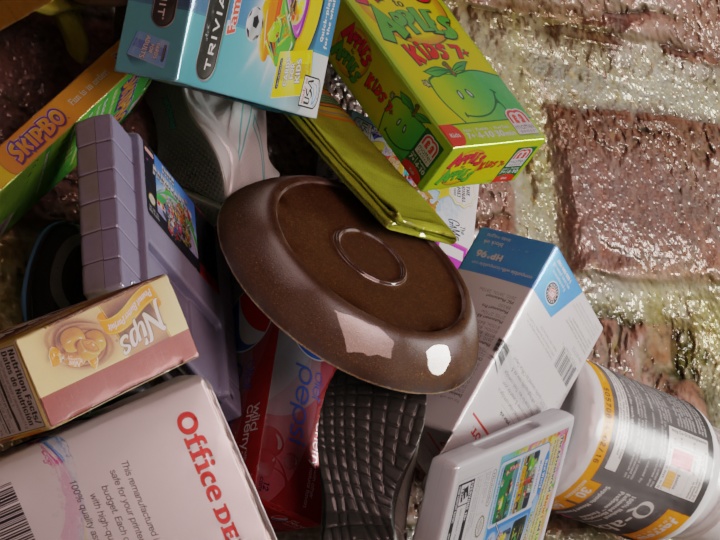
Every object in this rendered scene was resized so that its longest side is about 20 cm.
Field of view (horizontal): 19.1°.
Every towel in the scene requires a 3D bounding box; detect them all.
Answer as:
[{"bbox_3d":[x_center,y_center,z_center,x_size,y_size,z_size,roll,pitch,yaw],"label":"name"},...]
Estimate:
[{"bbox_3d":[-0.011,-0.093,1.494,0.086,0.018,0.200,10,34,-53],"label":"towel"}]

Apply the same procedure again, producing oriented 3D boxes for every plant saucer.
[{"bbox_3d":[0.000,0.000,1.412,0.200,0.032,0.200,27,28,-16],"label":"plant saucer"}]

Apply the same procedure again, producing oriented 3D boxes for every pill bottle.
[{"bbox_3d":[0.200,0.142,1.631,0.200,0.116,0.116,23,62,-36],"label":"pill bottle"}]

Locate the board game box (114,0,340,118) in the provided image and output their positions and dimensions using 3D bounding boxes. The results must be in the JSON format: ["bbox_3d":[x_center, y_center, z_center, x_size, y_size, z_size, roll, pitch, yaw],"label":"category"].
[{"bbox_3d":[-0.074,-0.184,1.367,0.200,0.047,0.151,6,96,-66],"label":"board game box"}]

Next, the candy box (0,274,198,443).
[{"bbox_3d":[-0.201,0.063,1.222,0.115,0.200,0.055,-27,96,-45],"label":"candy box"}]

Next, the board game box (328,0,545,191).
[{"bbox_3d":[0.037,-0.150,1.563,0.102,0.048,0.200,-9,56,-44],"label":"board game box"}]

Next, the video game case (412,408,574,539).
[{"bbox_3d":[0.077,0.203,1.461,0.182,0.024,0.200,-14,121,-59],"label":"video game case"}]

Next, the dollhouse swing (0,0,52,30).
[{"bbox_3d":[-0.215,-0.260,1.315,0.176,0.200,0.182,-42,106,-43],"label":"dollhouse swing"}]

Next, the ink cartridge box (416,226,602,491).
[{"bbox_3d":[0.084,0.085,1.507,0.200,0.068,0.116,-59,143,-20],"label":"ink cartridge box"}]

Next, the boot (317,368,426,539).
[{"bbox_3d":[0.000,0.157,1.415,0.068,0.131,0.200,7,67,1],"label":"boot"}]

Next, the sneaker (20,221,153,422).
[{"bbox_3d":[-0.159,0.064,1.343,0.071,0.083,0.200,-4,78,-39],"label":"sneaker"}]

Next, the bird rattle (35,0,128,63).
[{"bbox_3d":[-0.169,-0.238,1.390,0.113,0.163,0.200,28,66,-55],"label":"bird rattle"}]

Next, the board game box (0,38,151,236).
[{"bbox_3d":[-0.188,-0.085,1.356,0.030,0.096,0.200,41,49,3],"label":"board game box"}]

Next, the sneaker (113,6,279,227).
[{"bbox_3d":[-0.112,-0.131,1.470,0.080,0.070,0.200,-18,96,-52],"label":"sneaker"}]

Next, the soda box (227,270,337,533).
[{"bbox_3d":[-0.057,0.075,1.444,0.063,0.070,0.200,28,59,-37],"label":"soda box"}]

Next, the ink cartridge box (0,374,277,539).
[{"bbox_3d":[-0.160,0.164,1.250,0.200,0.084,0.145,-23,93,-14],"label":"ink cartridge box"}]

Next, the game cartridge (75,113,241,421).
[{"bbox_3d":[-0.124,0.000,1.352,0.200,0.038,0.130,55,28,-58],"label":"game cartridge"}]

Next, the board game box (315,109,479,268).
[{"bbox_3d":[0.020,-0.001,1.566,0.134,0.034,0.200,25,60,-36],"label":"board game box"}]
